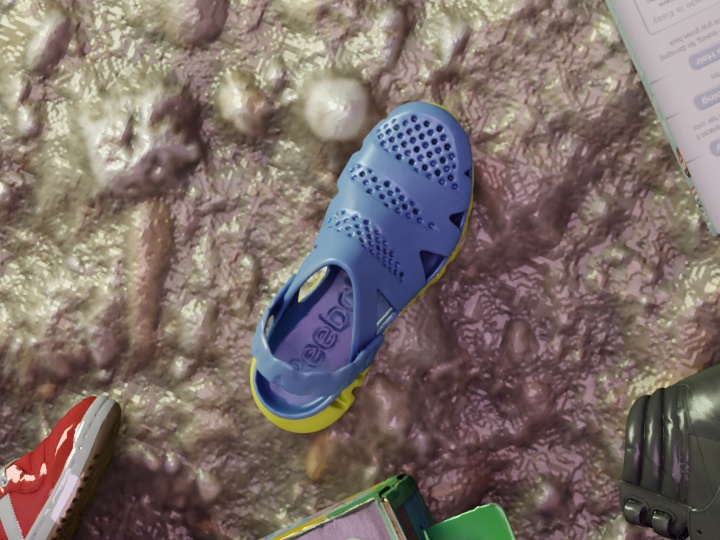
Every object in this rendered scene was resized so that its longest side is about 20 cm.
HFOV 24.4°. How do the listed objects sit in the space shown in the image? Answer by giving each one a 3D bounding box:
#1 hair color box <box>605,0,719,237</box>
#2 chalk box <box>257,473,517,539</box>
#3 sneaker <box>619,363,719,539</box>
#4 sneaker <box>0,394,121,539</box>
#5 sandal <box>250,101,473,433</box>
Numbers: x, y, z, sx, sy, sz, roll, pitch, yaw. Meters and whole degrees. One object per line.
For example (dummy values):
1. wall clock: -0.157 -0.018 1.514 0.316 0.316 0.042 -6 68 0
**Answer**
1. hair color box: 0.194 -0.129 0.892 0.098 0.061 0.201 -24 85 8
2. chalk box: -0.003 0.189 0.887 0.199 0.124 0.125 -24 85 7
3. sneaker: 0.193 0.146 0.873 0.098 0.071 0.202 -14 75 29
4. sneaker: -0.222 0.140 0.946 0.112 0.071 0.201 30 96 5
5. sandal: 0.000 0.000 0.907 0.079 0.087 0.201 26 91 10
